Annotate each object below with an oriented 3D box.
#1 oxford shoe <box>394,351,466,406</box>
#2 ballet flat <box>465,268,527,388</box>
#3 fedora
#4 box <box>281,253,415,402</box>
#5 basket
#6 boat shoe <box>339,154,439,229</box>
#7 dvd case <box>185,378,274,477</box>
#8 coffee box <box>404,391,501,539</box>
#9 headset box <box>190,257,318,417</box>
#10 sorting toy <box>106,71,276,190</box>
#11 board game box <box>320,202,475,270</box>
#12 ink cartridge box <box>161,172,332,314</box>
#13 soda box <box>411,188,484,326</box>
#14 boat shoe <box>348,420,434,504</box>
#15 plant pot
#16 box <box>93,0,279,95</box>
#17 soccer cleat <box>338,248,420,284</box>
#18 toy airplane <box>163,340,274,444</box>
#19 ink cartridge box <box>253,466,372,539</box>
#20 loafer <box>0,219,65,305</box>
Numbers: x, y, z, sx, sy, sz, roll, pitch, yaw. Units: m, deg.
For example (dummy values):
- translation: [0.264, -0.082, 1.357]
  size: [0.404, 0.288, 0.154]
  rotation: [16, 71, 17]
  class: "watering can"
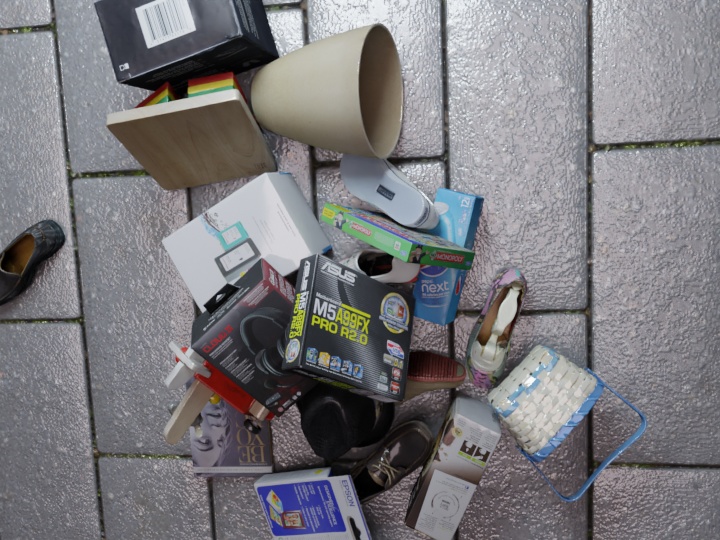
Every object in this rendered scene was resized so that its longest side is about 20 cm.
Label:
- translation: [0.075, 0.181, 1.090]
  size: [0.197, 0.071, 0.076]
  rotation: [-1, 116, 15]
  class: "oxford shoe"
- translation: [0.212, 0.096, 1.047]
  size: [0.068, 0.071, 0.203]
  rotation: [18, 100, 5]
  class: "ballet flat"
- translation: [-0.041, 0.229, 1.058]
  size: [0.198, 0.092, 0.203]
  rotation: [11, 124, 17]
  class: "fedora"
- translation: [-0.010, 0.087, 0.954]
  size: [0.044, 0.199, 0.163]
  rotation: [-15, 58, 47]
  class: "box"
- translation: [0.308, 0.221, 1.011]
  size: [0.176, 0.139, 0.200]
  rotation: [-44, 84, 1]
  class: "basket"
- translation: [0.051, -0.124, 1.036]
  size: [0.201, 0.086, 0.075]
  rotation: [39, 102, 38]
  class: "boat shoe"
- translation: [-0.230, 0.262, 1.167]
  size: [0.146, 0.016, 0.204]
  rotation: [-3, 97, 9]
  class: "dvd case"
- translation: [0.147, 0.312, 1.065]
  size: [0.079, 0.113, 0.202]
  rotation: [23, 100, 6]
  class: "coffee box"
- translation: [-0.138, 0.094, 0.972]
  size: [0.148, 0.077, 0.200]
  rotation: [-40, 116, 9]
  class: "headset box"
- translation: [-0.251, -0.215, 1.028]
  size: [0.195, 0.200, 0.071]
  rotation: [-9, 68, 6]
  class: "sorting toy"
- translation: [0.052, -0.051, 0.971]
  size: [0.199, 0.133, 0.030]
  rotation: [29, 107, 46]
  class: "board game box"
- translation: [-0.173, -0.040, 1.052]
  size: [0.198, 0.147, 0.147]
  rotation: [-30, 93, 12]
  class: "ink cartridge box"
- translation: [0.134, -0.022, 1.040]
  size: [0.063, 0.068, 0.203]
  rotation: [15, 100, 21]
  class: "soda box"
- translation: [0.044, 0.322, 1.081]
  size: [0.074, 0.073, 0.200]
  rotation: [42, 118, 4]
  class: "boat shoe"
- translation: [-0.056, -0.262, 1.004]
  size: [0.197, 0.187, 0.191]
  rotation: [3, 98, 23]
  class: "plant pot"
- translation: [-0.249, -0.354, 0.995]
  size: [0.194, 0.200, 0.119]
  rotation: [-16, 96, 10]
  class: "box"
- translation: [0.000, 0.000, 1.036]
  size: [0.198, 0.085, 0.070]
  rotation: [-11, 68, 34]
  class: "soccer cleat"
- translation: [-0.231, 0.167, 1.078]
  size: [0.197, 0.141, 0.202]
  rotation: [-12, 108, -23]
  class: "toy airplane"
- translation: [-0.063, 0.429, 1.116]
  size: [0.197, 0.047, 0.201]
  rotation: [-14, 98, 26]
  class: "ink cartridge box"
- translation: [-0.606, -0.011, 1.162]
  size: [0.073, 0.072, 0.200]
  rotation: [44, 102, 0]
  class: "loafer"
